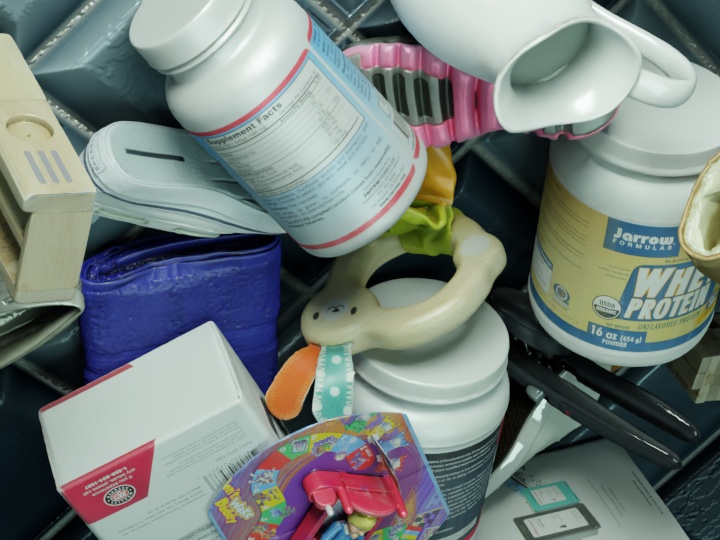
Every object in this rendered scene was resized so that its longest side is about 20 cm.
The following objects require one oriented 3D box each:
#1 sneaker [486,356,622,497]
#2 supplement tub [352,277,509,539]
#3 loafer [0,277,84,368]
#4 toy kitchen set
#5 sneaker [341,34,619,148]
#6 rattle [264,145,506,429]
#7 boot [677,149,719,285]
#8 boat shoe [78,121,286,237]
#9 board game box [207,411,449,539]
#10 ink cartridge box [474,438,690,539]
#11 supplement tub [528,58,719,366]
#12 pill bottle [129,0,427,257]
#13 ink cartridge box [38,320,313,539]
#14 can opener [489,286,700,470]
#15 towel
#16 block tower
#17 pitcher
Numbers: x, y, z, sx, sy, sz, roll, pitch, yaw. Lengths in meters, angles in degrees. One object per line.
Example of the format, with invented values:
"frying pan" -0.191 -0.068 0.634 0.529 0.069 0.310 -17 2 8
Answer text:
"sneaker" 0.143 0.129 1.804 0.200 0.073 0.085 -48 133 13
"supplement tub" 0.037 0.121 1.681 0.140 0.140 0.200 -10 133 -24
"loafer" -0.277 0.053 1.477 0.200 0.070 0.070 -33 138 -1
"toy kitchen set" -0.271 -0.095 1.267 0.199 0.181 0.164 -4 129 -28
"sneaker" 0.078 -0.137 1.522 0.199 0.095 0.079 3 123 -2
"rattle" 0.000 0.000 1.546 0.200 0.130 0.143 -34 148 -16
"boot" 0.296 -0.057 1.547 0.176 0.066 0.200 -66 155 -8
"boat shoe" -0.113 -0.060 1.492 0.200 0.074 0.067 13 148 -40
"board game box" -0.015 0.186 1.581 0.158 0.039 0.200 -25 138 -2
"ink cartridge box" 0.152 0.259 1.873 0.199 0.146 0.147 -11 133 -23
"supplement tub" 0.205 -0.044 1.632 0.144 0.145 0.200 -14 134 -21
"pill bottle" -0.055 -0.108 1.421 0.109 0.109 0.200 -40 121 7
"ink cartridge box" -0.120 0.151 1.590 0.145 0.083 0.200 -27 137 2
"can opener" 0.172 0.091 1.709 0.063 0.200 0.079 -50 160 -3
"towel" -0.132 0.053 1.589 0.147 0.050 0.200 -10 134 -14
"block tower" 0.356 0.066 1.894 0.199 0.058 0.054 -5 131 -26
"pitcher" 0.113 -0.171 1.419 0.171 0.200 0.121 6 125 -36
